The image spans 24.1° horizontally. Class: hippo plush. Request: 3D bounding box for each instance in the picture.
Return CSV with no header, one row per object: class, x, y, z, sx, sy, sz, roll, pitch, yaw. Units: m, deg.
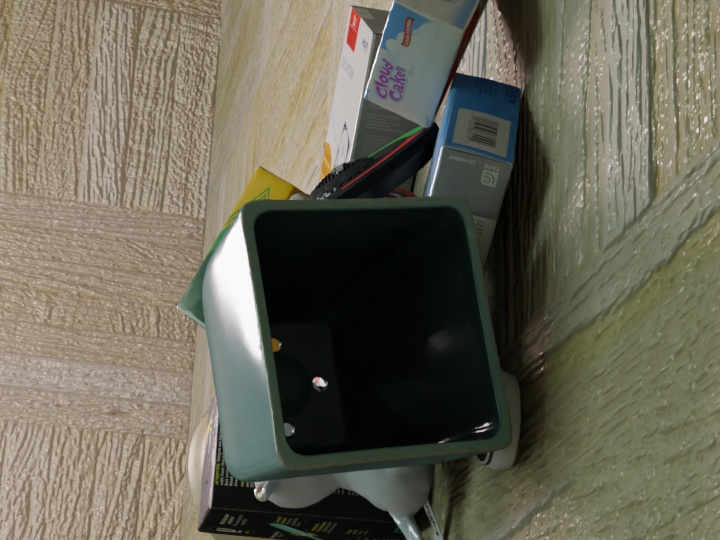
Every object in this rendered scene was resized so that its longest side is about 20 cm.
hippo plush,-0.015,0.152,1.497,0.159,0.159,0.203,-42,-55,-76

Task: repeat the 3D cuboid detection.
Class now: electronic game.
electronic game,-0.013,-0.073,1.505,0.042,0.199,0.200,56,170,-6

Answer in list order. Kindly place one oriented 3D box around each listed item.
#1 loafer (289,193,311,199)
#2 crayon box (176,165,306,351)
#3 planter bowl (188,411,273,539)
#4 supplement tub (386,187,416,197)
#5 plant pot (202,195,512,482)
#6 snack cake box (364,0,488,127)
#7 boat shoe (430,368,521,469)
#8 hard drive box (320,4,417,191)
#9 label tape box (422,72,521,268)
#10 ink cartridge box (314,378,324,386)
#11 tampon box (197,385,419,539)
loafer,-0.041,0.010,1.744,0.075,0.069,0.202,49,142,45
crayon box,-0.088,0.002,1.812,0.174,0.058,0.200,-59,-28,0
planter bowl,-0.064,0.207,1.788,0.134,0.199,0.202,-32,46,39
supplement tub,0.000,0.000,1.565,0.200,0.106,0.108,-47,-27,-60
plant pot,-0.028,0.070,1.311,0.200,0.194,0.199,-34,62,58
snack cake box,0.074,-0.237,1.464,0.116,0.067,0.201,112,-178,-48
boat shoe,0.081,0.101,1.371,0.200,0.070,0.073,-113,32,-68
hard drive box,0.018,-0.171,1.830,0.156,0.076,0.202,-118,37,-69
label tape box,0.080,-0.044,1.422,0.144,0.065,0.202,-77,-1,-59
ink cartridge box,0.006,0.075,1.760,0.200,0.067,0.118,-155,74,-79
tampon box,-0.050,0.187,1.615,0.150,0.197,0.128,121,154,-70
